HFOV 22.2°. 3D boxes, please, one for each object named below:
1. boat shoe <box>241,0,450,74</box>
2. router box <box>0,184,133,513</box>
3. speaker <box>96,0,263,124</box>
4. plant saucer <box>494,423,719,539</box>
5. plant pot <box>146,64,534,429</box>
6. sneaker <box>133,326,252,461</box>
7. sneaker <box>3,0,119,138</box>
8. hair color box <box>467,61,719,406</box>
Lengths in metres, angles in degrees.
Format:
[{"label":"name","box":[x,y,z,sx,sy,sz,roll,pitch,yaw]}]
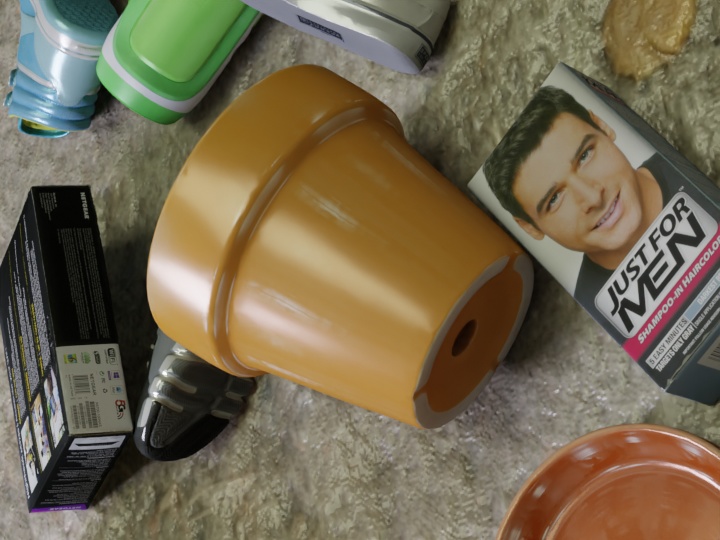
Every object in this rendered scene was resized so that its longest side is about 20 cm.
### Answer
[{"label":"boat shoe","box":[-0.032,-0.205,1.261,0.199,0.072,0.066,26,81,16]},{"label":"router box","box":[-0.223,0.059,1.357,0.149,0.051,0.201,127,136,-55]},{"label":"speaker","box":[-0.111,-0.207,1.351,0.200,0.088,0.089,-52,52,17]},{"label":"plant saucer","box":[0.161,0.189,1.053,0.200,0.032,0.201,-11,72,38]},{"label":"plant pot","box":[0.000,0.000,1.146,0.183,0.200,0.201,31,99,25]},{"label":"sneaker","box":[-0.120,0.032,1.313,0.115,0.075,0.201,28,88,47]},{"label":"sneaker","box":[-0.254,-0.185,1.474,0.200,0.079,0.131,-115,40,-51]},{"label":"hair color box","box":[0.162,-0.024,1.089,0.099,0.060,0.200,-54,51,16]}]
